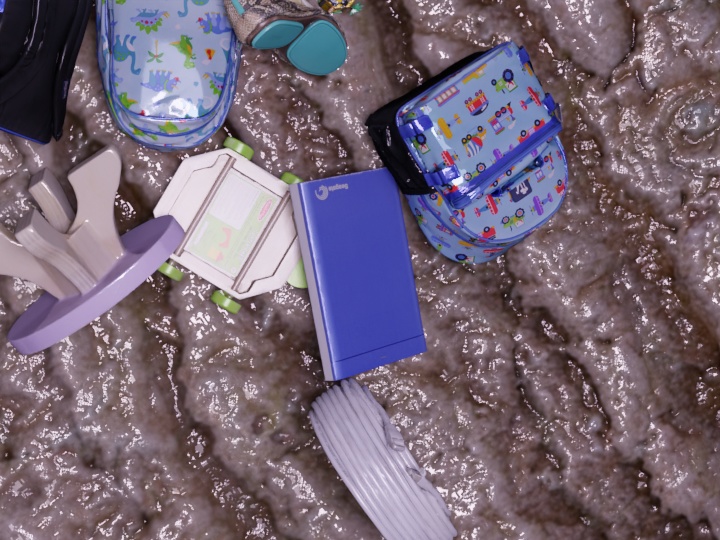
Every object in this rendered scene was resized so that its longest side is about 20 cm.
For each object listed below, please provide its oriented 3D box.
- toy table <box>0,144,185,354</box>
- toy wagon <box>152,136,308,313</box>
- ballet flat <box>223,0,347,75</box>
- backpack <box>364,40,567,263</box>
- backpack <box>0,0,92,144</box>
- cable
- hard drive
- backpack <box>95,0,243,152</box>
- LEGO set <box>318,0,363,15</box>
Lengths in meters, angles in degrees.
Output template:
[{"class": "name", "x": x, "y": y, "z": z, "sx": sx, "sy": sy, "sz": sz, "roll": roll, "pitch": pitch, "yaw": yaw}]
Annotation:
[{"class": "toy table", "x": -0.282, "y": -0.022, "z": 1.219, "sx": 0.200, "sy": 0.184, "sz": 0.117, "roll": -38, "pitch": 112, "yaw": -6}, {"class": "toy wagon", "x": -0.113, "y": -0.034, "z": 1.313, "sx": 0.199, "sy": 0.040, "sz": 0.156, "roll": 31, "pitch": 86, "yaw": -12}, {"class": "ballet flat", "x": -0.074, "y": -0.246, "z": 1.252, "sx": 0.068, "sy": 0.200, "sz": 0.075, "roll": -39, "pitch": 76, "yaw": 18}, {"class": "backpack", "x": 0.128, "y": -0.111, "z": 1.306, "sx": 0.182, "sy": 0.134, "sz": 0.201, "roll": -32, "pitch": 101, "yaw": -17}, {"class": "backpack", "x": -0.352, "y": -0.242, "z": 1.194, "sx": 0.167, "sy": 0.162, "sz": 0.201, "roll": 19, "pitch": 91, "yaw": 9}, {"class": "cable", "x": 0.023, "y": 0.202, "z": 1.270, "sx": 0.069, "sy": 0.200, "sz": 0.200, "roll": -34, "pitch": 125, "yaw": -4}, {"class": "hard drive", "x": 0.000, "y": 0.000, "z": 1.314, "sx": 0.132, "sy": 0.025, "sz": 0.201, "roll": -14, "pitch": 96, "yaw": -41}, {"class": "backpack", "x": -0.188, "y": -0.217, "z": 1.249, "sx": 0.162, "sy": 0.154, "sz": 0.201, "roll": 5, "pitch": 102, "yaw": -16}, {"class": "LEGO set", "x": -0.038, "y": -0.362, "z": 1.274, "sx": 0.154, "sy": 0.116, "sz": 0.200, "roll": -42, "pitch": 99, "yaw": -7}]
